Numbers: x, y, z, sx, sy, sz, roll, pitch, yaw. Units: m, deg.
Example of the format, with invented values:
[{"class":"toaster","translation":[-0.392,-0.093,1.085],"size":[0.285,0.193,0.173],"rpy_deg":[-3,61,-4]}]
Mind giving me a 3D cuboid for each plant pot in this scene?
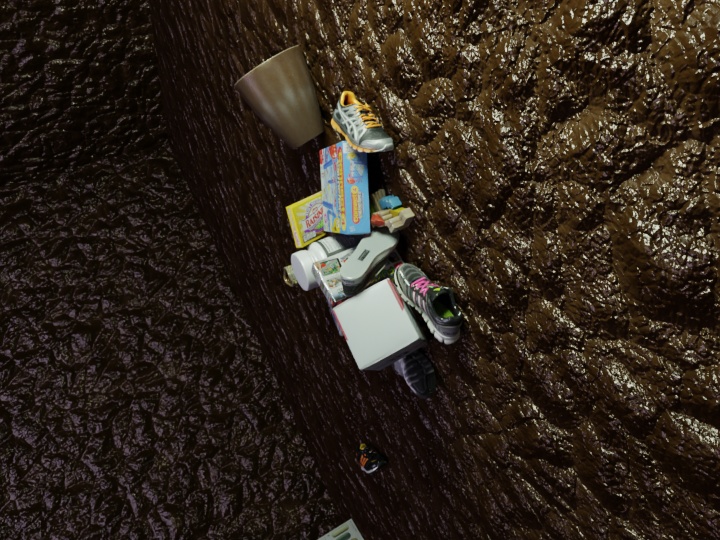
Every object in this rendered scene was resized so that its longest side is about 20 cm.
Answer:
[{"class":"plant pot","translation":[-0.177,-0.411,1.338],"size":[0.201,0.186,0.186],"rpy_deg":[59,160,-15]}]

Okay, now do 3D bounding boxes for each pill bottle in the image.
[{"class":"pill bottle","translation":[-0.063,-0.028,1.350],"size":[0.114,0.198,0.115],"rpy_deg":[48,150,39]}]

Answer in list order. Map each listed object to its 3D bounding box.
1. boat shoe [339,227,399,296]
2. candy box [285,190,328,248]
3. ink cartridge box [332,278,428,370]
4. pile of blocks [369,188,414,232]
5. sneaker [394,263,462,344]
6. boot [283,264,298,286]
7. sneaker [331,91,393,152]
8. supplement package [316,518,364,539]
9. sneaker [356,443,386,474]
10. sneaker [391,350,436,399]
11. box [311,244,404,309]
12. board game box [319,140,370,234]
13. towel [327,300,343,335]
[{"class":"boat shoe","translation":[0.019,-0.022,1.185],"size":[0.070,0.200,0.064],"rpy_deg":[24,139,26]},{"class":"candy box","translation":[-0.102,-0.139,1.355],"size":[0.026,0.199,0.103],"rpy_deg":[-1,112,38]},{"class":"ink cartridge box","translation":[0.050,0.127,1.212],"size":[0.147,0.144,0.200],"rpy_deg":[62,-174,15]},{"class":"pile of blocks","translation":[0.040,-0.132,1.205],"size":[0.199,0.062,0.083],"rpy_deg":[19,127,61]},{"class":"sneaker","translation":[0.146,0.052,1.121],"size":[0.201,0.073,0.088],"rpy_deg":[55,151,24]},{"class":"boot","translation":[-0.140,-0.012,1.593],"size":[0.200,0.154,0.074],"rpy_deg":[-22,89,65]},{"class":"sneaker","translation":[0.002,-0.306,1.129],"size":[0.200,0.078,0.078],"rpy_deg":[45,135,38]},{"class":"supplement package","translation":[-0.089,1.341,2.609],"size":[0.152,0.198,0.152],"rpy_deg":[45,148,42]},{"class":"sneaker","translation":[0.026,0.658,1.919],"size":[0.091,0.069,0.200],"rpy_deg":[62,159,8]},{"class":"sneaker","translation":[0.127,0.249,1.348],"size":[0.116,0.074,0.201],"rpy_deg":[88,161,-49]},{"class":"box","translation":[0.000,0.000,1.232],"size":[0.111,0.198,0.035],"rpy_deg":[58,155,23]},{"class":"board game box","translation":[-0.039,-0.188,1.255],"size":[0.196,0.055,0.203],"rpy_deg":[-163,69,-70]},{"class":"towel","translation":[-0.060,0.063,1.462],"size":[0.201,0.023,0.149],"rpy_deg":[-117,30,-57]}]
